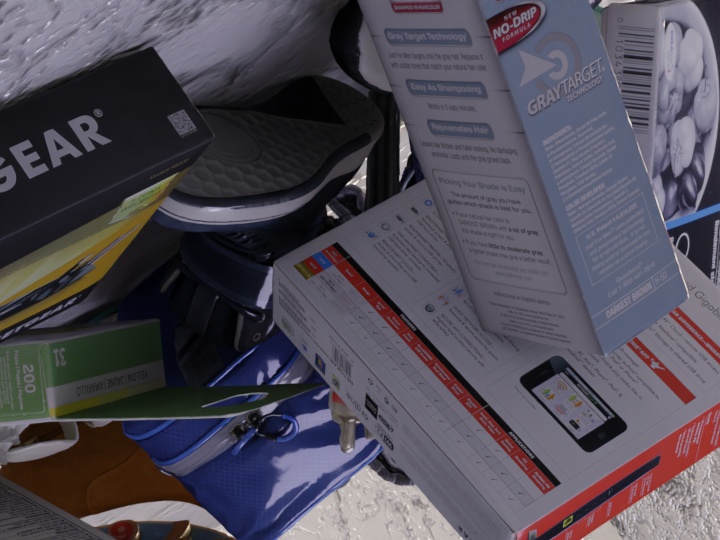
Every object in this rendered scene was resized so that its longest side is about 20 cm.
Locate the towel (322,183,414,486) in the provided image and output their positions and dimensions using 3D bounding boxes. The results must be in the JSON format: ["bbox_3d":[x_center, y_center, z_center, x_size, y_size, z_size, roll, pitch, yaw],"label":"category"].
[{"bbox_3d":[0.007,0.044,1.430,0.085,0.201,0.166,-25,180,4],"label":"towel"}]

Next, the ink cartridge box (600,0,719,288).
[{"bbox_3d":[0.197,-0.067,1.229,0.043,0.200,0.199,9,-165,30],"label":"ink cartridge box"}]

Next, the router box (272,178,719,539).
[{"bbox_3d":[0.083,0.034,1.044,0.179,0.200,0.049,-28,147,-23],"label":"router box"}]

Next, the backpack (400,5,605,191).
[{"bbox_3d":[0.137,-0.077,1.372,0.200,0.177,0.151,-52,-172,41],"label":"backpack"}]

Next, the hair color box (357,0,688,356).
[{"bbox_3d":[0.072,-0.067,0.953,0.060,0.201,0.099,-32,-158,-26],"label":"hair color box"}]

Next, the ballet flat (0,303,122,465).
[{"bbox_3d":[-0.189,0.078,1.295,0.072,0.072,0.199,-41,172,39],"label":"ballet flat"}]

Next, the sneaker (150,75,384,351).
[{"bbox_3d":[-0.072,-0.015,1.074,0.147,0.077,0.202,-58,164,26],"label":"sneaker"}]

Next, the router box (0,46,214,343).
[{"bbox_3d":[-0.176,-0.004,0.881,0.199,0.052,0.157,-30,170,-39],"label":"router box"}]

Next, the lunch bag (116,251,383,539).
[{"bbox_3d":[-0.072,0.058,1.246,0.136,0.132,0.200,-40,-155,10],"label":"lunch bag"}]

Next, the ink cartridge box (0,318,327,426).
[{"bbox_3d":[-0.134,0.053,1.097,0.198,0.048,0.145,-6,-178,19],"label":"ink cartridge box"}]

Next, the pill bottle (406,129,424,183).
[{"bbox_3d":[0.090,-0.052,1.232,0.115,0.116,0.201,-33,141,-19],"label":"pill bottle"}]

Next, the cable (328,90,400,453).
[{"bbox_3d":[0.000,0.000,1.137,0.050,0.202,0.097,-4,179,9],"label":"cable"}]

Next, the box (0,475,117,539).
[{"bbox_3d":[-0.229,0.194,1.188,0.127,0.110,0.199,-8,-161,-41],"label":"box"}]

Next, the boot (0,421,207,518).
[{"bbox_3d":[-0.161,0.143,1.378,0.143,0.201,0.071,-32,138,-12],"label":"boot"}]

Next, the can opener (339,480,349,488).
[{"bbox_3d":[-0.067,0.072,1.390,0.052,0.200,0.067,-1,126,-34],"label":"can opener"}]

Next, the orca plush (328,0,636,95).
[{"bbox_3d":[0.053,-0.148,1.077,0.199,0.071,0.106,-37,129,-25],"label":"orca plush"}]

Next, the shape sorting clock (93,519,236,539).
[{"bbox_3d":[-0.158,0.212,1.317,0.198,0.040,0.200,-5,-152,3],"label":"shape sorting clock"}]
